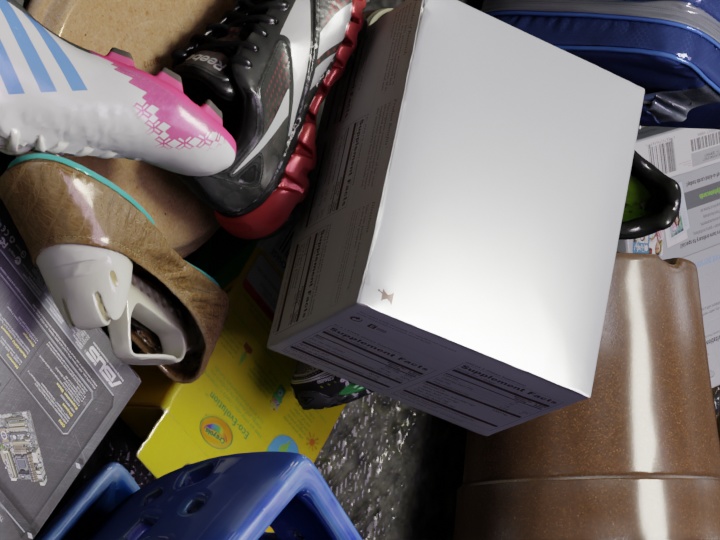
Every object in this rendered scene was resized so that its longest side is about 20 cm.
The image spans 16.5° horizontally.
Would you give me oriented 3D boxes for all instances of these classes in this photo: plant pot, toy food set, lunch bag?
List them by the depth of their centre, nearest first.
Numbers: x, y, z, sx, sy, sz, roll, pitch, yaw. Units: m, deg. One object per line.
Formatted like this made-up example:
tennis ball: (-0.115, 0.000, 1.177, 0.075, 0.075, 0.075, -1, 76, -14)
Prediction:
plant pot: (-0.102, 0.227, 1.373, 0.200, 0.180, 0.200, -53, 128, -34)
toy food set: (-0.130, -0.100, 1.427, 0.200, 0.049, 0.198, -44, 122, -38)
plant pot: (0.152, 0.095, 1.663, 0.200, 0.200, 0.199, 7, 78, -48)
lunch bag: (0.183, -0.162, 1.665, 0.136, 0.200, 0.133, 32, 71, -50)

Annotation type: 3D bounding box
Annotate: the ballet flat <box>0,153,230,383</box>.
ballet flat: (-0.132, 0.009, 1.354, 0.200, 0.068, 0.072, 47, 40, -56)

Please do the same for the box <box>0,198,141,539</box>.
box: (-0.222, 0.050, 1.329, 0.200, 0.048, 0.158, 55, 54, -33)

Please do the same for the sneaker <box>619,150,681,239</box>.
sneaker: (0.139, -0.067, 1.686, 0.200, 0.087, 0.074, 19, 81, -32)

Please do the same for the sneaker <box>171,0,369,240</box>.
sneaker: (-0.056, -0.123, 1.416, 0.098, 0.071, 0.201, 29, 74, -46)

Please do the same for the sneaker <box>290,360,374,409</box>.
sneaker: (0.000, 0.000, 1.494, 0.085, 0.078, 0.200, 48, 48, -30)

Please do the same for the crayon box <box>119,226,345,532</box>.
crayon box: (-0.070, 0.066, 1.500, 0.127, 0.051, 0.200, 53, 54, -35)

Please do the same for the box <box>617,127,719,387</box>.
box: (0.231, -0.007, 1.846, 0.156, 0.041, 0.200, -18, 104, -46)

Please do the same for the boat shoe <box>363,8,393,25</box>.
boat shoe: (0.033, -0.066, 1.593, 0.075, 0.075, 0.203, -14, 102, -47)

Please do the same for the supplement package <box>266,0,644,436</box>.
supplement package: (0.057, -0.031, 1.426, 0.156, 0.111, 0.200, 23, 66, -22)

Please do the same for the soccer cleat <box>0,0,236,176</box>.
soccer cleat: (-0.164, -0.086, 1.314, 0.200, 0.070, 0.086, 30, 72, -15)
